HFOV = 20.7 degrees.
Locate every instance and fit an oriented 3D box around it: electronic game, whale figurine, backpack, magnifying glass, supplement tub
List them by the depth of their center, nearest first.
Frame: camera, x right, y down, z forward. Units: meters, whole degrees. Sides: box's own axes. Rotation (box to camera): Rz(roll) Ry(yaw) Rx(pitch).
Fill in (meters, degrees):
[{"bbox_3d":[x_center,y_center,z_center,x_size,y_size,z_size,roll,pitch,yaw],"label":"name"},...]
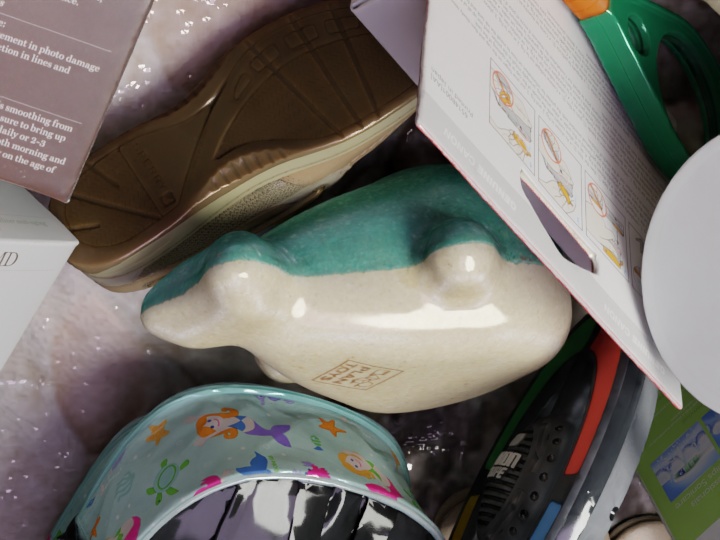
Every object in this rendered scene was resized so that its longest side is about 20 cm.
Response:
[{"bbox_3d":[0.227,0.005,0.845,0.200,0.145,0.145,4,121,-48],"label":"supplement tub"},{"bbox_3d":[0.114,-0.107,0.873,0.022,0.080,0.200,-16,138,32],"label":"magnifying glass"},{"bbox_3d":[0.000,0.000,0.879,0.200,0.104,0.159,7,156,-35],"label":"whale figurine"},{"bbox_3d":[0.080,0.103,0.919,0.042,0.200,0.200,28,109,-5],"label":"electronic game"},{"bbox_3d":[-0.060,0.147,0.935,0.177,0.151,0.200,18,120,-26],"label":"backpack"}]

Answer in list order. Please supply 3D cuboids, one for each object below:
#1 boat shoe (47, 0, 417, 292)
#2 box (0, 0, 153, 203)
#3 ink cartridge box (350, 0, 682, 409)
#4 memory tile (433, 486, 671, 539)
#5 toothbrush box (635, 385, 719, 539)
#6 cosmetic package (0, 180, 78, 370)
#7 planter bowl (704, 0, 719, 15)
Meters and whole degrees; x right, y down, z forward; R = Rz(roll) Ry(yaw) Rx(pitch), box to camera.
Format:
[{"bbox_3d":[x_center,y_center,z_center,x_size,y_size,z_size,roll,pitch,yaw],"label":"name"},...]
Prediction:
[{"bbox_3d":[-0.044,-0.057,0.887,0.200,0.071,0.065,-28,155,3],"label":"boat shoe"},{"bbox_3d":[-0.133,-0.140,0.812,0.100,0.075,0.200,19,114,-20],"label":"box"},{"bbox_3d":[0.069,-0.057,0.831,0.045,0.176,0.200,-21,131,30],"label":"ink cartridge box"},{"bbox_3d":[0.117,0.196,1.079,0.200,0.017,0.153,11,115,-18],"label":"memory tile"},{"bbox_3d":[0.208,0.112,0.950,0.086,0.200,0.146,-45,119,12],"label":"toothbrush box"},{"bbox_3d":[-0.225,0.040,0.856,0.108,0.085,0.200,0,128,-58],"label":"cosmetic package"},{"bbox_3d":[0.200,-0.169,0.821,0.135,0.200,0.200,8,119,14],"label":"planter bowl"}]
